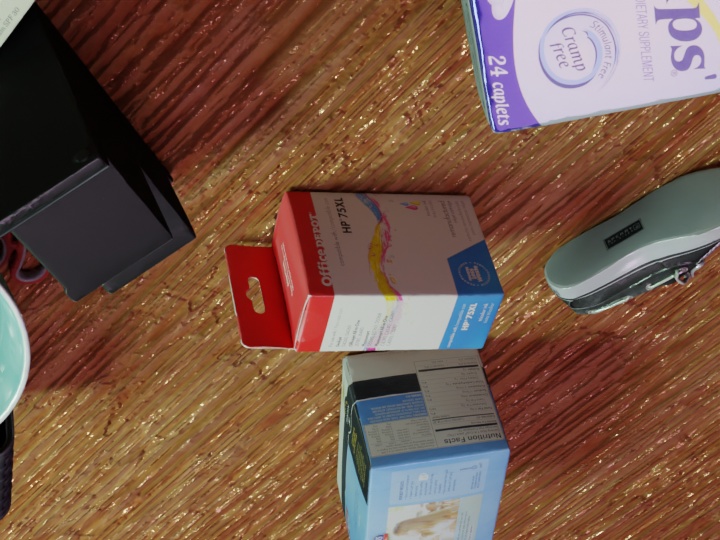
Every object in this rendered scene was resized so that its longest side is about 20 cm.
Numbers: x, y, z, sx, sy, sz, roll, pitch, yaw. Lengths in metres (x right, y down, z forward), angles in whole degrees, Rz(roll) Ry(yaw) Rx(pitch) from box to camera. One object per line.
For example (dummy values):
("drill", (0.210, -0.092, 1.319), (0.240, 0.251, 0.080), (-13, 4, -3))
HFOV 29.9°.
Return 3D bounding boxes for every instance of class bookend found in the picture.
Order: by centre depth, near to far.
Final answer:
("bookend", (-0.184, -0.046, 0.902), (0.092, 0.199, 0.200), (-33, 137, 1))

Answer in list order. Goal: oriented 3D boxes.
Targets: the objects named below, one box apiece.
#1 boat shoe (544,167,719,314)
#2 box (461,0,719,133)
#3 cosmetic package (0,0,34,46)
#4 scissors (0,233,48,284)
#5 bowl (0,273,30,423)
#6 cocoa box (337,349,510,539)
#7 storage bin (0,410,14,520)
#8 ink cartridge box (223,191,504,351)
("boat shoe", (0.260, -0.018, 1.162), (0.199, 0.074, 0.068), (-31, 131, 17))
("box", (0.160, -0.205, 0.856), (0.199, 0.105, 0.184), (-11, 116, 4))
("cosmetic package", (-0.289, -0.211, 0.798), (0.200, 0.071, 0.105), (23, 126, -35))
("scissors", (-0.252, -0.063, 1.012), (0.073, 0.014, 0.200), (8, 132, -20))
("bowl", (-0.343, 0.031, 0.996), (0.200, 0.105, 0.201), (-4, 123, -7))
("cocoa box", (0.054, 0.185, 1.273), (0.133, 0.131, 0.200), (-7, 137, -10))
("storage bin", (-0.381, 0.128, 1.080), (0.199, 0.135, 0.094), (0, 136, -16))
("ink cartridge box", (0.000, 0.000, 1.074), (0.199, 0.116, 0.067), (0, 136, -17))
